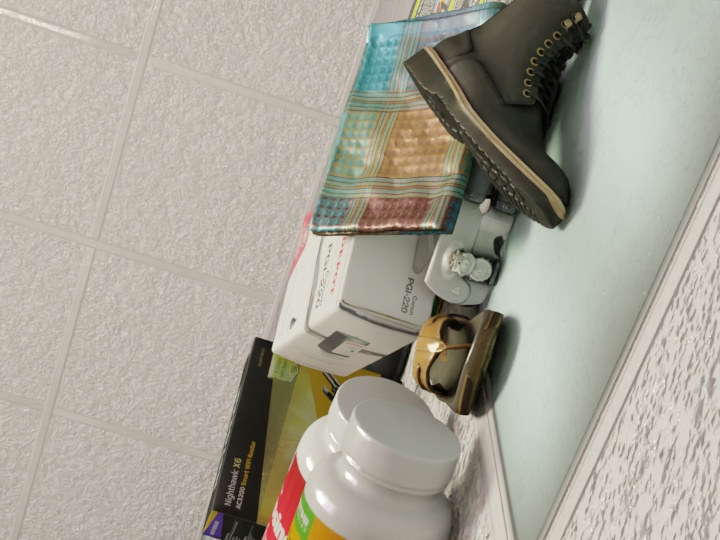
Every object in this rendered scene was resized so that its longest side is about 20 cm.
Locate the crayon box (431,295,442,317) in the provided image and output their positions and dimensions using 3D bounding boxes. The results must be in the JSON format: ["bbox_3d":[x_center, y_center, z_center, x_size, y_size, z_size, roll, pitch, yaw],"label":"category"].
[{"bbox_3d":[0.064,-0.051,1.288,0.119,0.058,0.202,-141,68,-81],"label":"crayon box"}]

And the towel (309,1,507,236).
[{"bbox_3d":[0.039,-0.121,1.067,0.146,0.022,0.202,0,65,40],"label":"towel"}]

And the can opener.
[{"bbox_3d":[0.101,-0.068,1.057,0.067,0.052,0.202,-107,35,-76],"label":"can opener"}]

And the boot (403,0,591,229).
[{"bbox_3d":[0.128,-0.133,0.952,0.138,0.078,0.201,-35,50,2],"label":"boot"}]

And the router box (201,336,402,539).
[{"bbox_3d":[-0.051,0.175,1.265,0.052,0.156,0.201,115,169,-49],"label":"router box"}]

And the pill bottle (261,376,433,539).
[{"bbox_3d":[-0.010,0.191,1.084,0.113,0.111,0.201,-85,14,-60],"label":"pill bottle"}]

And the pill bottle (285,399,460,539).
[{"bbox_3d":[0.002,0.201,0.960,0.111,0.110,0.202,-93,21,-71],"label":"pill bottle"}]

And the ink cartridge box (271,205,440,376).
[{"bbox_3d":[0.000,0.000,1.168,0.200,0.084,0.147,147,139,-65],"label":"ink cartridge box"}]

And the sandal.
[{"bbox_3d":[0.066,0.060,1.026,0.200,0.054,0.083,-146,73,-83],"label":"sandal"}]

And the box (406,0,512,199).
[{"bbox_3d":[0.096,-0.188,1.140,0.160,0.044,0.201,53,132,45],"label":"box"}]

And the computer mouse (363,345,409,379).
[{"bbox_3d":[0.020,0.051,1.423,0.201,0.052,0.139,-86,15,-62],"label":"computer mouse"}]
